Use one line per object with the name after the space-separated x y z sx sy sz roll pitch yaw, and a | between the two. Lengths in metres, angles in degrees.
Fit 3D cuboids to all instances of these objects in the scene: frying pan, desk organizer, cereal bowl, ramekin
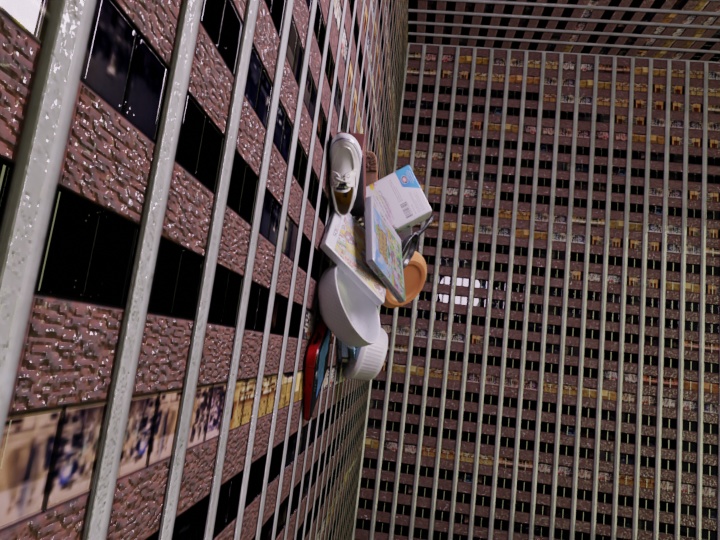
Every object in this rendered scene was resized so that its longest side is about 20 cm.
0.151 -0.090 1.474 0.191 0.031 0.115 -65 160 2 | frying pan
-0.023 -0.226 1.221 0.201 0.071 0.078 88 7 -53 | desk organizer
-0.036 0.083 1.156 0.200 0.083 0.201 52 24 -34 | cereal bowl
0.017 0.264 1.671 0.202 0.093 0.204 -161 -90 -77 | ramekin

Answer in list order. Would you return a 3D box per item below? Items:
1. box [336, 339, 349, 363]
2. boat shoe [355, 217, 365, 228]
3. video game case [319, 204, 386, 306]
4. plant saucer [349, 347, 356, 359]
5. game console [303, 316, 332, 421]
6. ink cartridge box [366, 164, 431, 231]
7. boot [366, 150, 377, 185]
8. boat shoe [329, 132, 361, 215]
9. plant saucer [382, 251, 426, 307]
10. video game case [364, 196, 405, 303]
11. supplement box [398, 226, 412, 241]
-0.039 0.170 1.617 0.137 0.037 0.201 90 8 -45 | box
0.020 -0.114 1.362 0.060 0.202 0.072 -33 174 -41 | boat shoe
-0.005 -0.041 1.187 0.200 0.023 0.183 46 30 -23 | video game case
-0.012 0.176 1.613 0.070 0.019 0.201 88 11 -56 | plant saucer
-0.094 0.212 1.162 0.200 0.031 0.179 -70 165 -65 | game console
0.083 -0.180 1.473 0.148 0.199 0.146 64 4 4 | ink cartridge box
0.027 -0.286 1.663 0.107 0.074 0.202 -81 175 -76 | boot
-0.037 -0.202 1.118 0.201 0.070 0.070 97 -2 -51 | boat shoe
0.131 0.032 1.596 0.037 0.199 0.202 40 -45 49 | plant saucer
0.060 -0.050 1.230 0.182 0.022 0.201 50 30 -45 | video game case
0.113 -0.068 1.642 0.104 0.100 0.202 -75 169 -60 | supplement box
